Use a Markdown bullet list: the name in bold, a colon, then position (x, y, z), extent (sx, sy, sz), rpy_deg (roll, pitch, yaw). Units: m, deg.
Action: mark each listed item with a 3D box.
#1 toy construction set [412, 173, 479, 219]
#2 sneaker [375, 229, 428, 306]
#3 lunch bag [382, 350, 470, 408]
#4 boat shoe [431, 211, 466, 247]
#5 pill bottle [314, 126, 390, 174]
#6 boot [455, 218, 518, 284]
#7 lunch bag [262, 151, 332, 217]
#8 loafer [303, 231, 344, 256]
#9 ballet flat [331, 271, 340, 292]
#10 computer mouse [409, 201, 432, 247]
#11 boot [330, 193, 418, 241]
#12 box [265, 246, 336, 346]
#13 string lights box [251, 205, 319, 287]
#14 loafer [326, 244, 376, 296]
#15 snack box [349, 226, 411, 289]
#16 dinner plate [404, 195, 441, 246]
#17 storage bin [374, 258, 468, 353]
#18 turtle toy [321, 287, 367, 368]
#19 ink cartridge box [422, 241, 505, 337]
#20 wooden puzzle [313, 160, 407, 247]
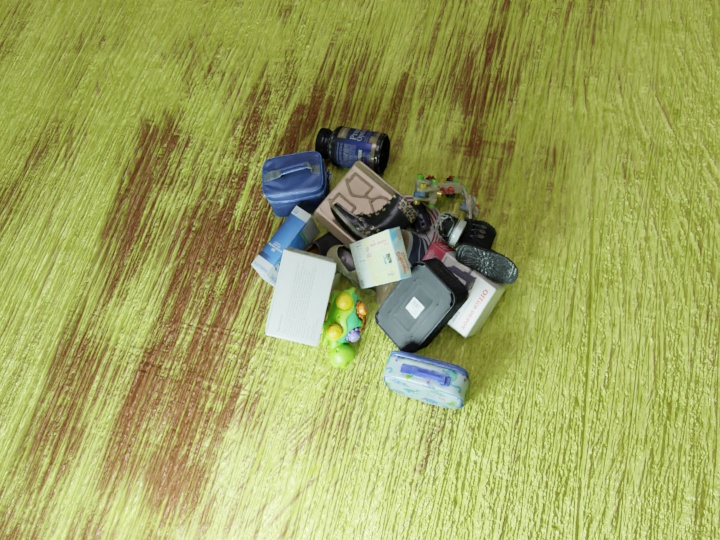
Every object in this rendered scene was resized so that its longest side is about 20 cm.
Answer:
- **toy construction set**: position (0.222, -0.203, 1.648), extent (0.196, 0.131, 0.094), rpy_deg (14, 105, -19)
- **sneaker**: position (0.112, 0.002, 1.598), extent (0.070, 0.107, 0.204), rpy_deg (27, 103, 41)
- **lunch bag**: position (0.155, 0.254, 1.462), extent (0.196, 0.161, 0.084), rpy_deg (12, 71, 16)
- **boat shoe**: position (0.218, -0.111, 1.567), extent (0.067, 0.200, 0.075), rpy_deg (28, 106, -2)
- **pill bottle**: position (-0.023, -0.343, 1.768), extent (0.196, 0.112, 0.114), rpy_deg (13, 71, 15)
- **boot**: position (0.318, -0.053, 1.561), extent (0.163, 0.200, 0.066), rpy_deg (28, 114, 2)
- **lunch bag**: position (-0.172, -0.244, 1.745), extent (0.195, 0.133, 0.139), rpy_deg (-10, 66, 7)
- **loafer**: position (-0.105, -0.052, 1.686), extent (0.200, 0.073, 0.073), rpy_deg (-45, 66, -10)
- **ballet flat**: position (-0.125, 0.081, 1.648), extent (0.198, 0.070, 0.070), rpy_deg (-33, 66, -2)
- **computer mouse**: position (0.171, -0.099, 1.649), extent (0.058, 0.034, 0.203), rpy_deg (-21, 66, 1)
- **boot**: position (0.037, -0.144, 1.623), extent (0.203, 0.073, 0.155), rpy_deg (40, 84, 0)
- **box**: position (-0.143, 0.057, 1.514), extent (0.128, 0.199, 0.205), rpy_deg (13, 93, -6)
- **string lights box**: position (-0.199, -0.062, 1.692), extent (0.058, 0.103, 0.201), rpy_deg (32, 76, 20)
- **loafer**: position (0.000, 0.000, 1.625), extent (0.197, 0.068, 0.077), rpy_deg (30, 75, 0)
- **snack box**: position (0.045, -0.027, 1.504), extent (0.036, 0.199, 0.119), rpy_deg (-14, 89, -28)
- **dinner plate**: position (0.127, -0.107, 1.691), extent (0.195, 0.024, 0.205), rpy_deg (-4, 67, 10)
- **storage bin**: position (0.144, 0.085, 1.497), extent (0.135, 0.093, 0.201), rpy_deg (46, 117, 19)
- **turtle toy**: position (-0.042, 0.141, 1.571), extent (0.099, 0.146, 0.204), rpy_deg (18, 89, -14)
- **ink cartridge box**: position (0.232, 0.045, 1.545), extent (0.199, 0.084, 0.147), rpy_deg (37, 110, 22)
- **wooden puzzle**: position (0.000, -0.163, 1.688), extent (0.184, 0.046, 0.201), rpy_deg (39, 84, 8)
